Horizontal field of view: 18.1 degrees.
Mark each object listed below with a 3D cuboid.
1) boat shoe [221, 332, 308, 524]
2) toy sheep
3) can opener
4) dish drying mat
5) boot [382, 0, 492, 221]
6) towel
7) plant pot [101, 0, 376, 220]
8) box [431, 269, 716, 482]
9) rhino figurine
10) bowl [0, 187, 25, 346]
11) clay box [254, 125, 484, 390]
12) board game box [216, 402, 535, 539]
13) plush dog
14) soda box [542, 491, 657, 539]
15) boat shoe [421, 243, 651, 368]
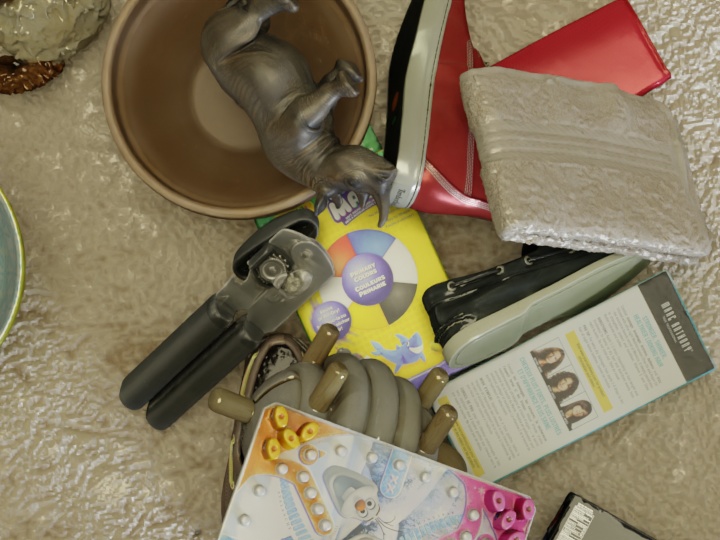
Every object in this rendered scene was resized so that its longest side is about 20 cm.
[{"bbox_3d":[-0.066,0.146,1.656,0.071,0.060,0.202,6,85,2],"label":"boat shoe"},{"bbox_3d":[-0.014,0.117,1.576,0.199,0.138,0.139,24,86,-17],"label":"toy sheep"},{"bbox_3d":[-0.096,0.033,1.649,0.053,0.067,0.200,38,116,-20],"label":"can opener"},{"bbox_3d":[0.129,-0.127,1.695,0.199,0.018,0.077,-29,82,0],"label":"dish drying mat"},{"bbox_3d":[0.095,-0.123,1.661,0.143,0.072,0.201,12,63,-12],"label":"boot"},{"bbox_3d":[0.164,-0.073,1.614,0.199,0.034,0.133,5,60,-35],"label":"towel"},{"bbox_3d":[-0.086,-0.134,1.663,0.199,0.093,0.202,0,85,2],"label":"plant pot"},{"bbox_3d":[0.153,0.081,1.662,0.199,0.049,0.083,-27,86,-1],"label":"box"},{"bbox_3d":[-0.039,-0.114,1.584,0.087,0.060,0.201,-35,86,18],"label":"rhino figurine"},{"bbox_3d":[-0.336,0.001,1.650,0.199,0.108,0.202,0,86,1],"label":"bowl"},{"bbox_3d":[0.000,0.000,1.673,0.114,0.048,0.201,-26,86,-1],"label":"clay box"},{"bbox_3d":[-0.001,0.213,1.492,0.199,0.026,0.201,21,80,-8],"label":"board game box"},{"bbox_3d":[-0.259,-0.227,1.662,0.171,0.160,0.201,31,88,-23],"label":"plush dog"},{"bbox_3d":[0.224,0.237,1.636,0.199,0.071,0.064,30,88,4],"label":"soda box"},{"bbox_3d":[0.130,0.002,1.644,0.199,0.075,0.066,-27,69,-20],"label":"boat shoe"}]
